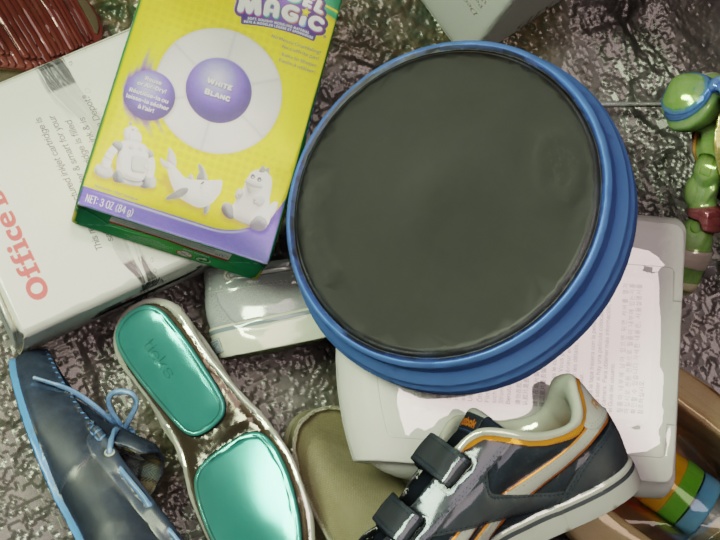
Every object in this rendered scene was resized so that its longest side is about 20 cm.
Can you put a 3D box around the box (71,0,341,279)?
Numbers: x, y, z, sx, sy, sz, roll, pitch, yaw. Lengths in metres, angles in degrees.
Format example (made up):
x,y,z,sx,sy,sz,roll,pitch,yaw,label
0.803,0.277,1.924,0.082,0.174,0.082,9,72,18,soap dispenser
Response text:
x,y,z,sx,sy,sz,roll,pitch,yaw,label
-0.083,-0.108,1.030,0.117,0.048,0.201,17,73,-9,box

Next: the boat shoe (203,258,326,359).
x,y,z,sx,sy,sz,roll,pitch,yaw,label
-0.001,0.000,1.097,0.200,0.070,0.072,-14,87,-11,boat shoe

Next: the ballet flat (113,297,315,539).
x,y,z,sx,sy,sz,roll,pitch,yaw,label
-0.079,0.104,1.055,0.069,0.069,0.200,-28,75,-16,ballet flat

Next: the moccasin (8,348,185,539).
x,y,z,sx,sy,sz,roll,pitch,yaw,label
-0.142,0.124,1.024,0.068,0.081,0.200,-27,63,-10,moccasin

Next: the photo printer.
x,y,z,sx,sy,sz,roll,pitch,yaw,label
0.085,0.043,1.032,0.199,0.069,0.167,4,81,-4,photo printer

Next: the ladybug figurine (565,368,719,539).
x,y,z,sx,sy,sz,roll,pitch,yaw,label
0.182,0.134,1.105,0.200,0.072,0.136,40,70,-1,ladybug figurine

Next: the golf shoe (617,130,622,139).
x,y,z,sx,sy,sz,roll,pitch,yaw,label
0.106,-0.090,1.079,0.094,0.200,0.078,-16,108,-29,golf shoe

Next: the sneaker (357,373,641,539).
x,y,z,sx,sy,sz,roll,pitch,yaw,label
0.049,0.125,0.953,0.199,0.078,0.080,-28,101,-13,sneaker

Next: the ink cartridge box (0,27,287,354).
x,y,z,sx,sy,sz,roll,pitch,yaw,label
-0.148,-0.057,1.072,0.199,0.084,0.145,-25,85,-17,ink cartridge box

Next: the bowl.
x,y,z,sx,sy,sz,roll,pitch,yaw,label
0.051,-0.033,0.975,0.200,0.039,0.202,-7,70,20,bowl

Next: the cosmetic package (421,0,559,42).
x,y,z,sx,sy,sz,roll,pitch,yaw,label
0.104,-0.268,1.107,0.167,0.200,0.167,-36,87,-16,cosmetic package

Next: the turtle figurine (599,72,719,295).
x,y,z,sx,sy,sz,roll,pitch,yaw,label
0.225,-0.049,1.146,0.194,0.200,0.144,35,28,-26,turtle figurine

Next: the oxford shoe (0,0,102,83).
x,y,z,sx,sy,sz,roll,pitch,yaw,label
-0.241,-0.130,1.061,0.200,0.075,0.071,-21,78,-48,oxford shoe

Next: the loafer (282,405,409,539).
x,y,z,sx,sy,sz,roll,pitch,yaw,label
0.015,0.154,1.040,0.075,0.068,0.200,-12,56,-27,loafer
